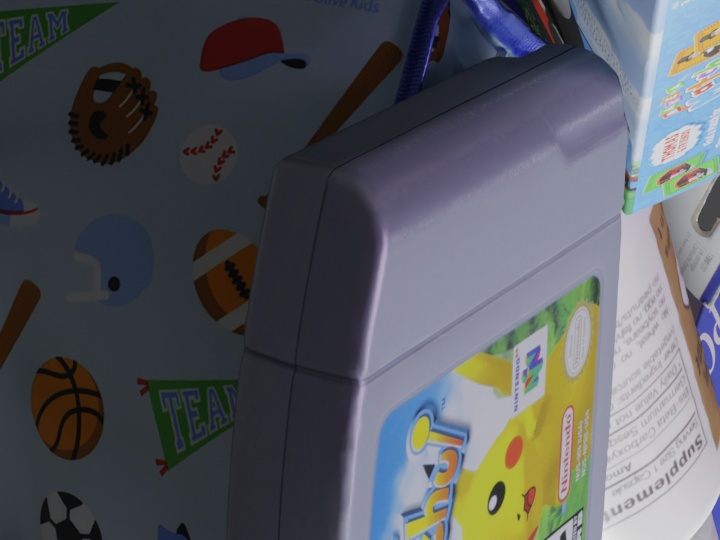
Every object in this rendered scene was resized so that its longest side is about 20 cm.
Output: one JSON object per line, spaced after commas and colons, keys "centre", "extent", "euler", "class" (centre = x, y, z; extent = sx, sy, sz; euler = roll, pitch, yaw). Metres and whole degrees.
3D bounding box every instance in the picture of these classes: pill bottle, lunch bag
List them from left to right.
{"centre": [-0.052, 0.010, 0.618], "extent": [0.124, 0.169, 0.201], "euler": [29, 74, -62], "class": "lunch bag"}
{"centre": [0.063, 0.046, 0.766], "extent": [0.114, 0.114, 0.200], "euler": [-56, 138, -41], "class": "pill bottle"}

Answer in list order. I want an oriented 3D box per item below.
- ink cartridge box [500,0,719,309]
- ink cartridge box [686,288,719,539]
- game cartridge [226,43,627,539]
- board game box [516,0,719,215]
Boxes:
{"centre": [0.071, -0.086, 0.771], "extent": [0.039, 0.200, 0.100], "euler": [-36, 162, -27], "class": "ink cartridge box"}
{"centre": [0.118, 0.113, 0.917], "extent": [0.094, 0.044, 0.200], "euler": [50, 50, -36], "class": "ink cartridge box"}
{"centre": [0.018, 0.056, 0.551], "extent": [0.133, 0.040, 0.201], "euler": [-28, 126, -48], "class": "game cartridge"}
{"centre": [0.056, -0.110, 0.598], "extent": [0.200, 0.036, 0.152], "euler": [74, -9, -76], "class": "board game box"}
